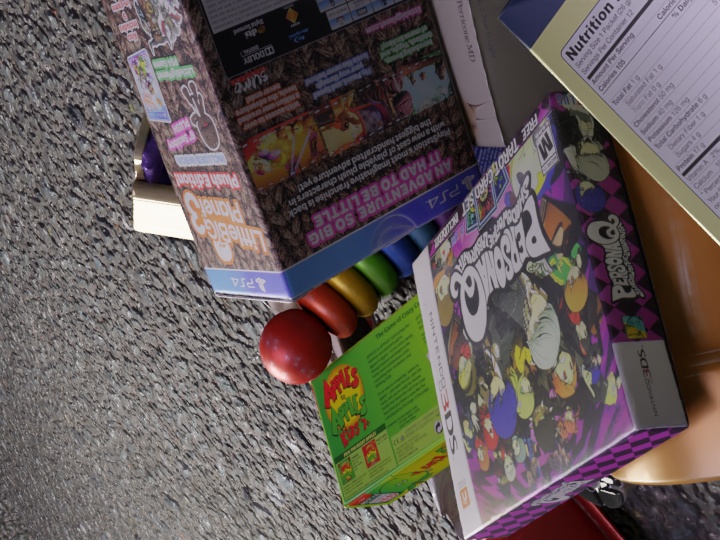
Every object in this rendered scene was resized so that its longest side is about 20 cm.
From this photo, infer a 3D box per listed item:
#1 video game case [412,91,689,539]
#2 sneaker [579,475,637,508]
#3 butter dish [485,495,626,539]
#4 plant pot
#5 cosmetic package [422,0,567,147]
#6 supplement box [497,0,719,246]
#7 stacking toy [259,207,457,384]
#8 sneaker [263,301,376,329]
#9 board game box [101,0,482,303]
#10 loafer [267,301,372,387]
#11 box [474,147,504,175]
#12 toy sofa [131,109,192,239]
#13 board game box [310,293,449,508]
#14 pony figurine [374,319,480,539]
[{"bbox_3d":[0.092,0.033,0.649,0.200,0.035,0.184,127,138,-57],"label":"video game case"},{"bbox_3d":[0.159,0.058,0.825,0.078,0.090,0.203,-1,114,57],"label":"sneaker"},{"bbox_3d":[0.151,0.293,0.983,0.201,0.147,0.200,49,146,13],"label":"butter dish"},{"bbox_3d":[0.205,-0.005,0.635,0.199,0.198,0.186,-20,86,57],"label":"plant pot"},{"bbox_3d":[0.038,-0.143,0.780,0.199,0.073,0.105,9,122,53],"label":"cosmetic package"},{"bbox_3d":[0.204,-0.112,0.491,0.200,0.199,0.135,47,137,8],"label":"supplement box"},{"bbox_3d":[0.000,0.000,0.867,0.085,0.201,0.085,35,168,9],"label":"stacking toy"},{"bbox_3d":[-0.049,-0.002,1.019,0.202,0.067,0.108,56,-168,-30],"label":"sneaker"},{"bbox_3d":[-0.038,-0.108,0.696,0.096,0.158,0.203,3,116,55],"label":"board game box"},{"bbox_3d":[-0.033,0.051,0.949,0.066,0.076,0.203,-10,109,20],"label":"loafer"},{"bbox_3d":[0.124,-0.092,0.799,0.200,0.032,0.122,41,144,25],"label":"box"},{"bbox_3d":[-0.130,-0.132,0.957,0.081,0.203,0.098,9,148,-7],"label":"toy sofa"},{"bbox_3d":[0.049,0.078,0.815,0.200,0.047,0.103,-41,56,40],"label":"board game box"},{"bbox_3d":[0.091,0.093,0.917,0.195,0.165,0.200,63,164,5],"label":"pony figurine"}]
